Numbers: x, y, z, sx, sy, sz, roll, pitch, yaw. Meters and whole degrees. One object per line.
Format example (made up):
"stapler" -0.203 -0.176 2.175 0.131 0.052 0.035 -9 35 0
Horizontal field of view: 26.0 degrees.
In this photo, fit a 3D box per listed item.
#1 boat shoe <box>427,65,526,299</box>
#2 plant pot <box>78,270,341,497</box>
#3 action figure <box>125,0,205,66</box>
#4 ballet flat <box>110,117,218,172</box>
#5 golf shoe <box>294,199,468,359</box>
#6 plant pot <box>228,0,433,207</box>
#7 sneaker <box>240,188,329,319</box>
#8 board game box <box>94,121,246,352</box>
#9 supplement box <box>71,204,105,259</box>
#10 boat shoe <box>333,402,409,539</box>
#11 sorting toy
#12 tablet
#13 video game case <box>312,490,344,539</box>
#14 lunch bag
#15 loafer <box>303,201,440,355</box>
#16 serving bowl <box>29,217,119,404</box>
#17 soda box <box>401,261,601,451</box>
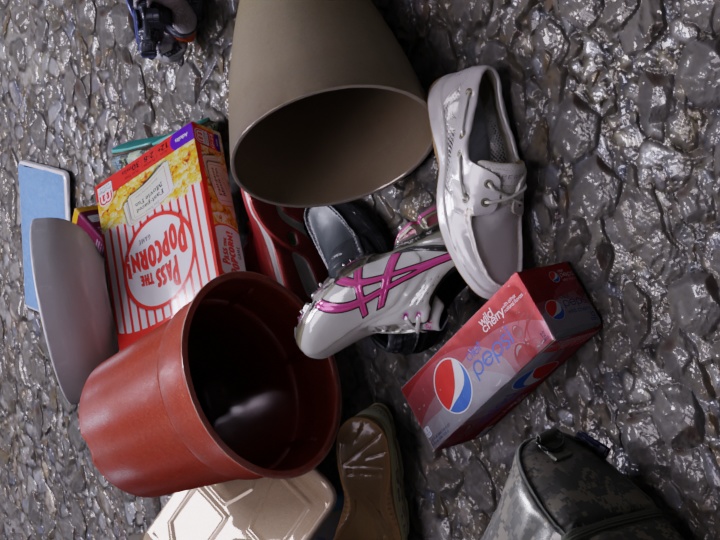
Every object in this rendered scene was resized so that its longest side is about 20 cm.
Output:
"boat shoe" 0.107 -0.076 1.321 0.069 0.071 0.200 -19 81 52
"plant pot" -0.156 0.127 1.508 0.195 0.201 0.201 -25 78 39
"action figure" -0.188 -0.293 1.627 0.200 0.104 0.194 -104 25 -48
"ballet flat" -0.207 -0.122 1.722 0.200 0.074 0.074 -6 93 57
"golf shoe" 0.030 0.024 1.377 0.200 0.073 0.092 -37 64 11
"plant pot" -0.044 -0.191 1.421 0.187 0.187 0.200 -47 49 46
"sneaker" -0.106 -0.041 1.597 0.115 0.078 0.200 -22 80 50
"board game box" -0.194 -0.029 1.604 0.151 0.046 0.200 -30 59 30
"supplement box" -0.232 0.010 1.739 0.200 0.110 0.086 43 130 38
"boat shoe" 0.017 0.230 1.522 0.073 0.063 0.200 7 107 20
"sorting toy" -0.120 0.253 1.569 0.185 0.036 0.200 38 99 44
"tablet" -0.406 -0.038 2.029 0.130 0.014 0.200 16 111 49
"video game case" -0.056 0.323 1.605 0.143 0.018 0.200 -1 98 21
"lunch bag" 0.161 0.250 1.269 0.168 0.139 0.200 47 131 34
"loafer" 0.000 0.000 1.475 0.201 0.070 0.068 53 134 31
"serving bowl" -0.291 0.037 1.635 0.200 0.066 0.200 168 90 -87
"soda box" 0.119 0.076 1.347 0.200 0.063 0.070 -49 61 44
